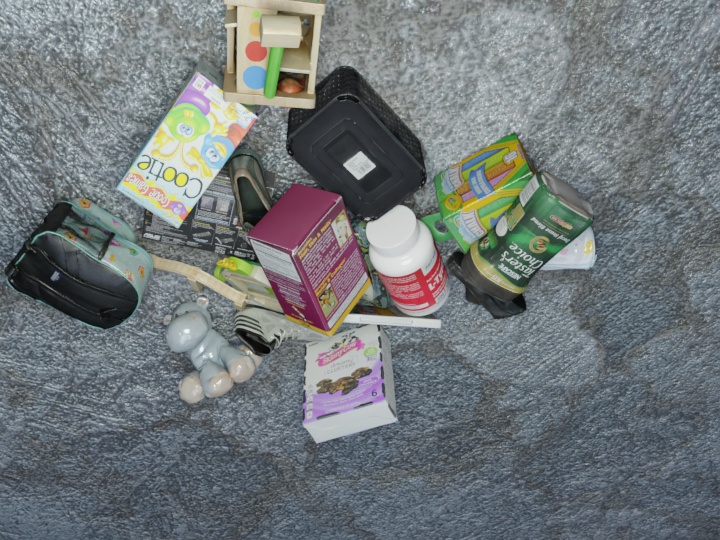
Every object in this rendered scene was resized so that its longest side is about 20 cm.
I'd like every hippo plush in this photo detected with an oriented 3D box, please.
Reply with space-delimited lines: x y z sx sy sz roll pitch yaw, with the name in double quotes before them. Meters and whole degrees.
"hippo plush" -0.281 0.130 1.263 0.158 0.200 0.162 -20 106 6

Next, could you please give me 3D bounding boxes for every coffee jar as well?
"coffee jar" 0.242 -0.043 1.001 0.103 0.086 0.200 24 126 -20

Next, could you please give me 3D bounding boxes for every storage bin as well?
"storage bin" -0.005 -0.187 1.022 0.135 0.094 0.200 -34 124 24

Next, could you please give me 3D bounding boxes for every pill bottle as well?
"pill bottle" 0.080 -0.017 1.139 0.111 0.113 0.201 -17 142 11

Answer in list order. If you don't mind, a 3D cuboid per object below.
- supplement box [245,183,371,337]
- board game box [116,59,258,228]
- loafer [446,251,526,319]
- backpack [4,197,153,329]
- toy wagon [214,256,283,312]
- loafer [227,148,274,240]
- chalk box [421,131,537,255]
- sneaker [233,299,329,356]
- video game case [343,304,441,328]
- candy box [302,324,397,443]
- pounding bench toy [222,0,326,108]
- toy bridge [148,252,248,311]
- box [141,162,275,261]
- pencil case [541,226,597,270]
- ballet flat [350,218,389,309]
"supplement box" -0.076 -0.014 1.065 0.102 0.131 0.201 18 145 32
"board game box" -0.246 -0.182 0.967 0.103 0.105 0.200 34 105 -23
"loafer" 0.223 0.037 1.246 0.199 0.073 0.072 35 126 -27
"backpack" -0.450 -0.005 1.116 0.200 0.154 0.175 39 122 -20
"toy wagon" -0.180 0.021 1.166 0.154 0.040 0.200 13 158 26
"loafer" -0.166 -0.090 1.052 0.071 0.063 0.201 -11 131 4
"chalk box" 0.198 -0.102 1.087 0.199 0.125 0.125 -28 127 20
"sneaker" -0.147 0.126 1.272 0.198 0.116 0.076 15 129 -16
"video game case" 0.038 0.082 1.240 0.197 0.143 0.018 4 94 -6
"candy box" -0.023 0.212 1.296 0.166 0.201 0.072 -19 129 13
"pounding bench toy" -0.114 -0.279 0.861 0.123 0.201 0.157 3 131 -10
"toy bridge" -0.286 0.016 1.171 0.198 0.027 0.067 22 159 3
"box" -0.252 -0.106 1.107 0.198 0.050 0.159 11 129 -13
"pencil case" 0.306 -0.036 1.173 0.197 0.091 0.084 -6 131 1
"ballet flat" 0.000 0.000 1.196 0.073 0.075 0.202 -11 124 7
